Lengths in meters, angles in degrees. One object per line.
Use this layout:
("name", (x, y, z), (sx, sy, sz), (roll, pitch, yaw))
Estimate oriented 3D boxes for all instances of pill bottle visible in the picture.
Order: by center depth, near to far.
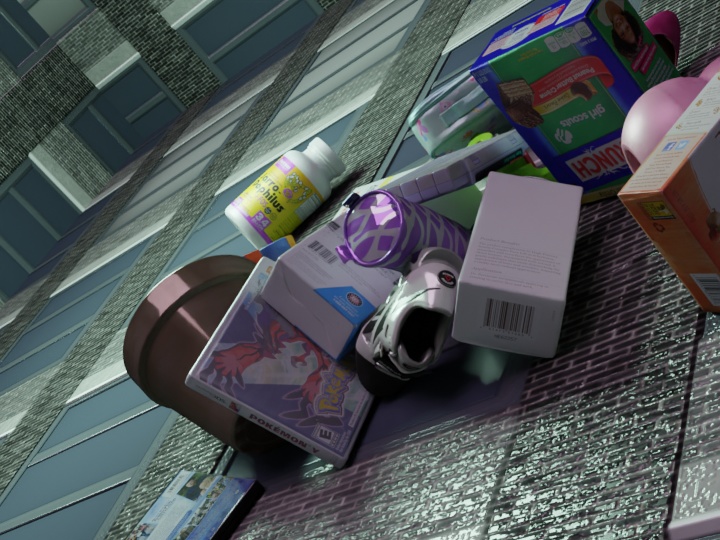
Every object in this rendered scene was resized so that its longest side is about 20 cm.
("pill bottle", (-0.121, -0.128, 1.912), (0.200, 0.104, 0.104), (-44, 19, -5))

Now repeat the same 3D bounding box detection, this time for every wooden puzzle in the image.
("wooden puzzle", (-0.157, 0.007, 1.538), (0.200, 0.046, 0.185), (-20, -5, -44))

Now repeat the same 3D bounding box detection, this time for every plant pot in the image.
("plant pot", (-0.141, 0.109, 1.302), (0.200, 0.200, 0.174), (-43, 52, -5))

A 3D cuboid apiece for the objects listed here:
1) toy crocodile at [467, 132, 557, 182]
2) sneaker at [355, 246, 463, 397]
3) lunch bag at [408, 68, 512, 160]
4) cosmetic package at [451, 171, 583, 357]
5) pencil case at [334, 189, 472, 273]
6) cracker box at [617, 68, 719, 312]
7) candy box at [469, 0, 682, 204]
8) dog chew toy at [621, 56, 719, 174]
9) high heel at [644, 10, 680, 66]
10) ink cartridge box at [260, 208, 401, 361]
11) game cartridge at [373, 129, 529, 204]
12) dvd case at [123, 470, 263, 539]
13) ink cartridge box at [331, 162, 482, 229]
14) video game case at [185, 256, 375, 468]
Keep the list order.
("toy crocodile", (0.180, -0.130, 1.398), (0.062, 0.068, 0.200), (-36, 21, 2))
("sneaker", (0.041, 0.073, 1.137), (0.089, 0.074, 0.200), (-83, 12, -47))
("lunch bag", (0.163, -0.225, 1.520), (0.200, 0.077, 0.160), (-36, -12, 10))
("cosmetic package", (0.154, -0.011, 1.115), (0.101, 0.074, 0.200), (12, 36, 10))
("pencil case", (0.064, -0.019, 1.191), (0.086, 0.200, 0.084), (-50, 50, 18))
("cracker box", (0.314, -0.082, 0.927), (0.200, 0.134, 0.058), (-49, 20, -19))
("candy box", (0.237, -0.174, 1.175), (0.169, 0.200, 0.077), (-17, 32, 53))
("dog chew toy", (0.339, -0.140, 1.040), (0.200, 0.125, 0.125), (-32, 20, 4))
("high heel", (0.339, -0.224, 1.289), (0.096, 0.067, 0.200), (-26, 38, 62))
("ink cartridge box", (0.000, 0.000, 1.280), (0.200, 0.116, 0.068), (-37, -18, -45))
("game cartridge", (0.097, -0.106, 1.263), (0.129, 0.038, 0.200), (-13, 11, 36))
("dvd case", (-0.201, 0.289, 1.295), (0.200, 0.018, 0.143), (-9, 38, 56))
("ink cartridge box", (0.041, -0.051, 1.463), (0.200, 0.083, 0.145), (-14, 34, 52))
("video game case", (-0.064, 0.092, 1.227), (0.023, 0.182, 0.200), (-60, 2, 44))
